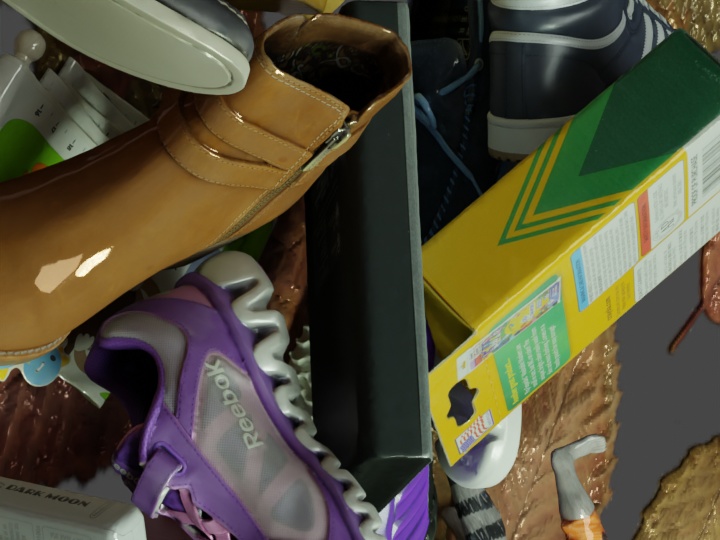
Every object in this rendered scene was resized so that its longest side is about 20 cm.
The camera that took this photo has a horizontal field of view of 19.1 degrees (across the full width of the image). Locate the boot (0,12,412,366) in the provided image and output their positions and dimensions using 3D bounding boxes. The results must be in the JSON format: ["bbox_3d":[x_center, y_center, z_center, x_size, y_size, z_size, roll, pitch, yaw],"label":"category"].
[{"bbox_3d":[-0.078,-0.035,0.848,0.199,0.155,0.077,-14,74,-47],"label":"boot"}]

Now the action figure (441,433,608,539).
[{"bbox_3d":[0.069,0.204,1.129,0.104,0.199,0.195,26,50,-42],"label":"action figure"}]

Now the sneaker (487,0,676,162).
[{"bbox_3d":[0.121,-0.127,1.071,0.200,0.069,0.110,-29,118,-56],"label":"sneaker"}]

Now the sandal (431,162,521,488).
[{"bbox_3d":[0.071,0.010,1.111,0.049,0.082,0.205,7,87,-32],"label":"sandal"}]

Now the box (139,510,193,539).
[{"bbox_3d":[-0.087,0.183,0.965,0.199,0.108,0.129,-2,102,-50],"label":"box"}]

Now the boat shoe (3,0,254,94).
[{"bbox_3d":[-0.119,-0.134,0.790,0.063,0.199,0.073,-60,174,-19],"label":"boat shoe"}]

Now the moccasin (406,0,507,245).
[{"bbox_3d":[0.033,-0.099,1.068,0.068,0.080,0.202,28,65,-47],"label":"moccasin"}]

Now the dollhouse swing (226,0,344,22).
[{"bbox_3d":[-0.005,-0.203,0.925,0.175,0.181,0.202,16,88,-39],"label":"dollhouse swing"}]

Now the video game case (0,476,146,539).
[{"bbox_3d":[-0.147,0.168,0.833,0.023,0.180,0.202,-35,126,-51],"label":"video game case"}]

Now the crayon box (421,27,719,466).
[{"bbox_3d":[0.094,-0.008,1.002,0.200,0.052,0.126,-41,157,-8],"label":"crayon box"}]

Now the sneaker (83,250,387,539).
[{"bbox_3d":[-0.056,0.089,0.896,0.088,0.201,0.081,-12,153,-33],"label":"sneaker"}]

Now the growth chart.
[{"bbox_3d":[-0.117,-0.012,0.948,0.200,0.018,0.146,31,75,-47],"label":"growth chart"}]

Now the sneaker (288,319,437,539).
[{"bbox_3d":[0.006,0.100,1.091,0.099,0.069,0.202,6,99,-57],"label":"sneaker"}]

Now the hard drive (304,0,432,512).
[{"bbox_3d":[0.000,0.000,0.960,0.033,0.140,0.202,1,74,-10],"label":"hard drive"}]
